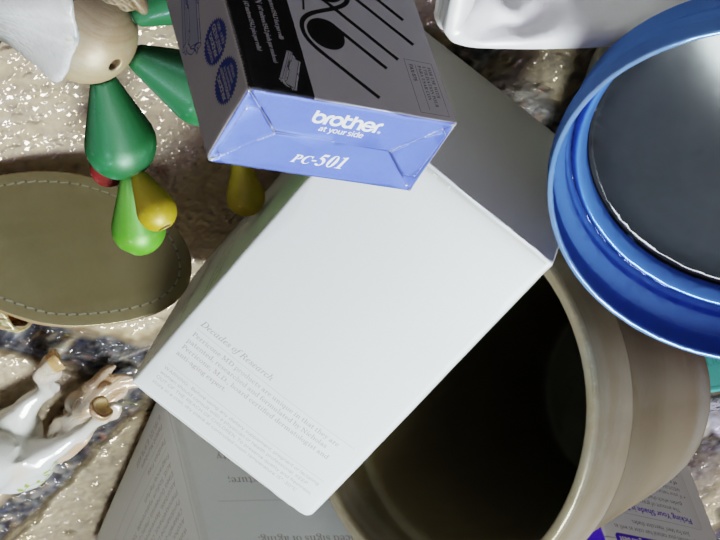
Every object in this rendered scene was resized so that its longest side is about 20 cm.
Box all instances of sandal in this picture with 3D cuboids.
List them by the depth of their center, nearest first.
[{"bbox_3d":[-0.194,-0.006,1.187,0.211,0.078,0.070,0,171,-12],"label":"sandal"}]

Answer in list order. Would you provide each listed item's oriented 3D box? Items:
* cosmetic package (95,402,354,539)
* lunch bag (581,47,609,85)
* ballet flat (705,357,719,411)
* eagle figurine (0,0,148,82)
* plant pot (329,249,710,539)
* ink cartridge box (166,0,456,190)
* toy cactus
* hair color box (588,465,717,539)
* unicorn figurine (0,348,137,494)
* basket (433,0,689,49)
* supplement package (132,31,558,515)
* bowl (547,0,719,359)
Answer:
[{"bbox_3d":[-0.041,0.190,1.364,0.167,0.201,0.167,3,138,-24],"label":"cosmetic package"},{"bbox_3d":[0.187,-0.071,1.170,0.139,0.168,0.200,-38,157,-38],"label":"lunch bag"},{"bbox_3d":[0.265,0.044,1.430,0.199,0.072,0.072,-8,142,-12],"label":"ballet flat"},{"bbox_3d":[-0.194,-0.109,0.984,0.199,0.152,0.151,-21,157,-1],"label":"eagle figurine"},{"bbox_3d":[0.097,0.068,1.302,0.173,0.200,0.200,0,143,-49],"label":"plant pot"},{"bbox_3d":[-0.034,-0.126,0.970,0.094,0.201,0.044,7,137,-30],"label":"ink cartridge box"},{"bbox_3d":[-0.090,-0.102,1.090,0.164,0.103,0.200,24,132,-17],"label":"toy cactus"},{"bbox_3d":[0.163,0.176,1.428,0.109,0.201,0.065,17,131,-37],"label":"hair color box"},{"bbox_3d":[-0.221,0.097,1.276,0.199,0.074,0.137,8,147,-38],"label":"unicorn figurine"},{"bbox_3d":[0.124,-0.186,1.023,0.199,0.124,0.136,-5,141,-18],"label":"basket"},{"bbox_3d":[0.000,0.000,1.171,0.117,0.117,0.200,38,121,-7],"label":"supplement package"},{"bbox_3d":[0.182,-0.041,1.042,0.200,0.039,0.201,6,135,6],"label":"bowl"}]
